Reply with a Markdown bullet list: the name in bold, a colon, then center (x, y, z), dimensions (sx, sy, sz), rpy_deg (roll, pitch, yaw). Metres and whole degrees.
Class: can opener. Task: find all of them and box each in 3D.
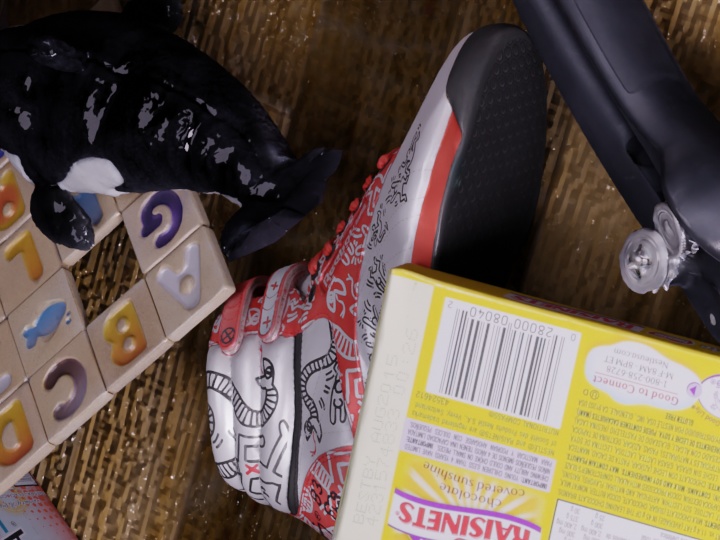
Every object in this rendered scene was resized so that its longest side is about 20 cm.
- **can opener**: center (0.097, -0.057, 0.932), dimensions (0.200, 0.078, 0.064), rpy_deg (56, 147, 29)

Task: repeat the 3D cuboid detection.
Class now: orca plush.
- **orca plush**: center (-0.102, -0.058, 1.030), dimensions (0.105, 0.071, 0.200), rpy_deg (-54, 45, 6)

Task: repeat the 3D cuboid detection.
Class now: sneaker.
- **sneaker**: center (-0.001, 0.001, 0.998), dimensions (0.108, 0.067, 0.203), rpy_deg (17, 104, 34)

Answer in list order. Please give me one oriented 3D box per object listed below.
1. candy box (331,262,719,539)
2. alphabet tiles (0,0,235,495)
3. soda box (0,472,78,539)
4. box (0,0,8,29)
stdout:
- **candy box**: center (0.094, 0.071, 0.913), dimensions (0.199, 0.026, 0.103), rpy_deg (15, 103, 16)
- **alphabet tiles**: center (-0.146, 0.007, 1.096), dimensions (0.200, 0.008, 0.168), rpy_deg (-40, 50, 20)
- **soda box**: center (-0.134, 0.159, 1.107), dimensions (0.200, 0.063, 0.069), rpy_deg (50, 119, 26)
- **box**: center (-0.163, -0.111, 1.053), dimensions (0.038, 0.200, 0.042), rpy_deg (-8, 94, -3)
